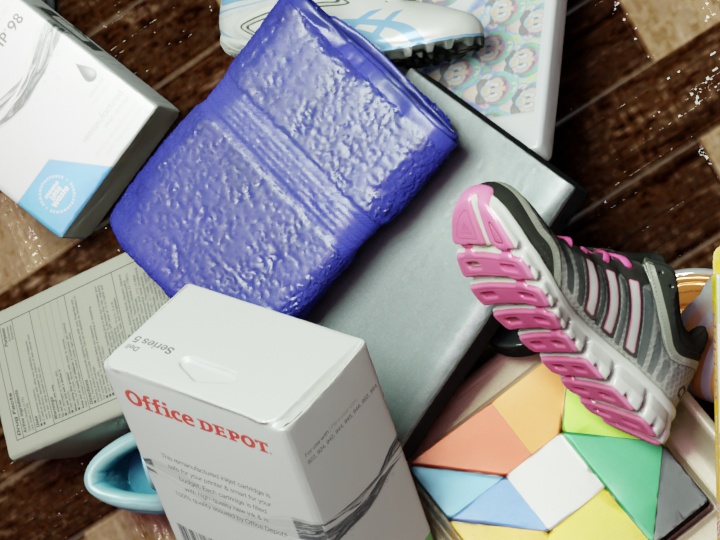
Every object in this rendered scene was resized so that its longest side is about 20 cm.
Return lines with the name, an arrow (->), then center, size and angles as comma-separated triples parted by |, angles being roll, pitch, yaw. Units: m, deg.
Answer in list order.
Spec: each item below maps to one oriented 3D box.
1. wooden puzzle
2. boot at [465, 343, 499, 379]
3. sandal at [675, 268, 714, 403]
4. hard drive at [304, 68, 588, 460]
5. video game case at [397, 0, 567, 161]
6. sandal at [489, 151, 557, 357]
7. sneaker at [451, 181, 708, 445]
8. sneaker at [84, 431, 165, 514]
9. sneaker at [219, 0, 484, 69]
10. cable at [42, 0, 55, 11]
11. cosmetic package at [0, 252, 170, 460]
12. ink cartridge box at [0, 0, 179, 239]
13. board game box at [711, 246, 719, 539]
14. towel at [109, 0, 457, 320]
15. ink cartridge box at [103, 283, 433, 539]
wooden puzzle -> 0.119, 0.134, 1.390 | 0.200, 0.037, 0.185 | -40, 70, 2
boot -> 0.000, 0.000, 1.495 | 0.175, 0.066, 0.200 | -29, 71, 16
sandal -> 0.248, 0.052, 1.383 | 0.207, 0.059, 0.079 | 21, 90, 25
hard drive -> 0.030, -0.003, 1.406 | 0.140, 0.033, 0.200 | 38, 101, 29
video game case -> 0.046, -0.152, 1.483 | 0.182, 0.024, 0.200 | -6, 63, 29
sandal -> 0.090, -0.040, 1.441 | 0.075, 0.048, 0.201 | -22, 52, 13
sneaker -> 0.133, 0.009, 1.337 | 0.087, 0.200, 0.074 | -51, 23, -19
sneaker -> -0.096, 0.124, 1.481 | 0.200, 0.082, 0.074 | -22, 81, 37
sneaker -> -0.010, -0.164, 1.458 | 0.200, 0.072, 0.073 | 9, 97, 36
cable -> -0.296, -0.180, 1.664 | 0.163, 0.051, 0.200 | 1, 86, 15
cosmetic package -> -0.151, 0.049, 1.521 | 0.200, 0.073, 0.104 | -23, 75, 34
ink cartridge box -> -0.241, -0.126, 1.588 | 0.200, 0.067, 0.116 | 38, 98, 7
board game box -> 0.256, 0.083, 1.345 | 0.095, 0.030, 0.200 | -1, 85, 2
towel -> -0.048, -0.055, 1.404 | 0.148, 0.050, 0.200 | 46, 104, 20
ink cartridge box -> -0.048, 0.120, 1.351 | 0.145, 0.200, 0.084 | 16, 48, 37
